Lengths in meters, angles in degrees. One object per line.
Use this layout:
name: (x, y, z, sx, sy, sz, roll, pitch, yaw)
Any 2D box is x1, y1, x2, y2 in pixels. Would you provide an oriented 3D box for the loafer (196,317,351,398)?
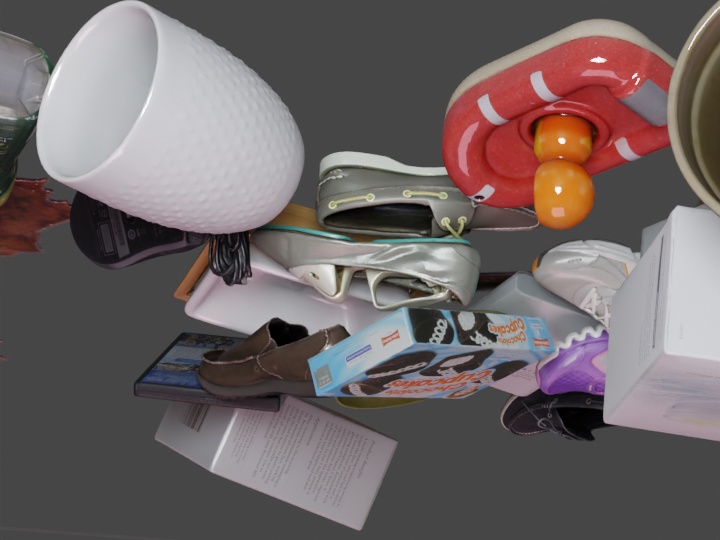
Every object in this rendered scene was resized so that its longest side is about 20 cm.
loafer: (-0.072, 0.077, 1.548, 0.200, 0.071, 0.073, -4, -175, 40)

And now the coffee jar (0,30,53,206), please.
coffee jar: (-0.324, -0.117, 1.393, 0.104, 0.085, 0.200, 15, 151, -17)

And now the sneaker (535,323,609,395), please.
sneaker: (0.265, 0.097, 1.575, 0.200, 0.089, 0.081, -8, 154, -4)

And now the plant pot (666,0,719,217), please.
plant pot: (0.333, -0.095, 1.166, 0.200, 0.200, 0.174, -6, 165, 26)

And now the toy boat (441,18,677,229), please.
toy boat: (0.149, -0.090, 1.258, 0.130, 0.131, 0.200, 29, 146, -33)

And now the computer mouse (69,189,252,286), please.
computer mouse: (-0.169, -0.049, 1.470, 0.200, 0.139, 0.053, -6, -175, 37)

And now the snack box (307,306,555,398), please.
snack box: (0.064, 0.074, 1.465, 0.116, 0.037, 0.200, -31, 157, 37)

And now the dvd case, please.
dvd case: (-0.133, 0.099, 1.686, 0.143, 0.018, 0.200, 5, -167, 6)

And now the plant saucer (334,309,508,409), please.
plant saucer: (0.068, 0.081, 1.590, 0.200, 0.031, 0.200, -15, 162, -5)

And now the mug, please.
mug: (-0.153, -0.101, 1.317, 0.200, 0.148, 0.175, -12, 152, 43)

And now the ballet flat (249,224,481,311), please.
ballet flat: (0.000, 0.000, 1.415, 0.200, 0.064, 0.067, 5, 169, 12)

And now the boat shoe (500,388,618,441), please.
boat shoe: (0.218, 0.146, 1.757, 0.075, 0.062, 0.200, 25, 149, -32)

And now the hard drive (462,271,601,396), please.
hard drive: (0.159, 0.066, 1.660, 0.132, 0.026, 0.200, 19, 150, -19)

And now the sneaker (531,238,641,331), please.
sneaker: (0.246, 0.040, 1.509, 0.200, 0.092, 0.076, 18, 152, -5)

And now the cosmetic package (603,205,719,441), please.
cosmetic package: (0.312, 0.055, 1.322, 0.199, 0.123, 0.200, 9, 160, -2)

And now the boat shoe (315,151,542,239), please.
boat shoe: (0.061, -0.053, 1.428, 0.201, 0.060, 0.072, 7, 153, 3)

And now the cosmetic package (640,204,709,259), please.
cosmetic package: (0.339, -0.017, 1.404, 0.101, 0.071, 0.200, 26, 147, -32)

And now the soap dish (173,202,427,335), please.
soap dish: (-0.054, 0.005, 1.549, 0.200, 0.081, 0.157, 17, 151, -14)

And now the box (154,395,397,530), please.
box: (-0.091, 0.181, 1.807, 0.200, 0.106, 0.152, 26, 175, -31)
